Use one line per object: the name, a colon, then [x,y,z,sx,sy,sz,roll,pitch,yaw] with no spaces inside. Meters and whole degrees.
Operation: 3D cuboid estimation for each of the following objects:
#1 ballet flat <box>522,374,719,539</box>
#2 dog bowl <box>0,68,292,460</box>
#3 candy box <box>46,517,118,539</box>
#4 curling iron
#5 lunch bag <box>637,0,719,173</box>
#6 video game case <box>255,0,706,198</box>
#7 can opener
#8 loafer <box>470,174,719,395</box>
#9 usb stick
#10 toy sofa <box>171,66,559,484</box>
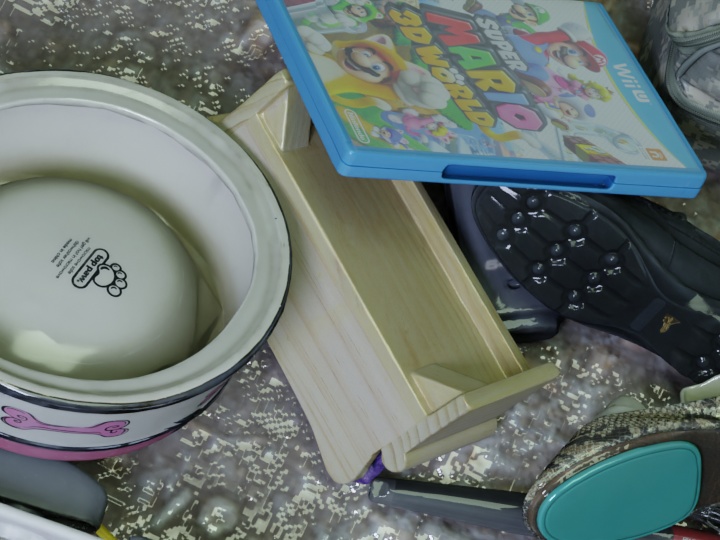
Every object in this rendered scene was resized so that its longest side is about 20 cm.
ballet flat: [0.165,0.085,1.261,0.200,0.068,0.075,-12,39,-12]
dog bowl: [-0.137,0.002,1.211,0.200,0.074,0.200,10,49,-11]
candy box: [-0.177,0.136,1.206,0.200,0.026,0.102,44,69,4]
curling iron: [0.102,0.118,1.281,0.200,0.026,0.050,2,50,-7]
lunch bag: [0.237,-0.160,1.330,0.139,0.168,0.200,21,67,-6]
video game case: [0.058,-0.092,1.265,0.200,0.018,0.143,3,41,-27]
can opener: [-0.097,0.134,1.185,0.200,0.053,0.067,23,63,-7]
loafer: [0.140,-0.003,1.296,0.200,0.068,0.070,31,33,-19]
usb stick: [0.067,-0.060,1.328,0.055,0.033,0.200,-3,73,-15]
toy sofa: [0.000,0.000,1.271,0.083,0.098,0.200,-17,73,-51]
